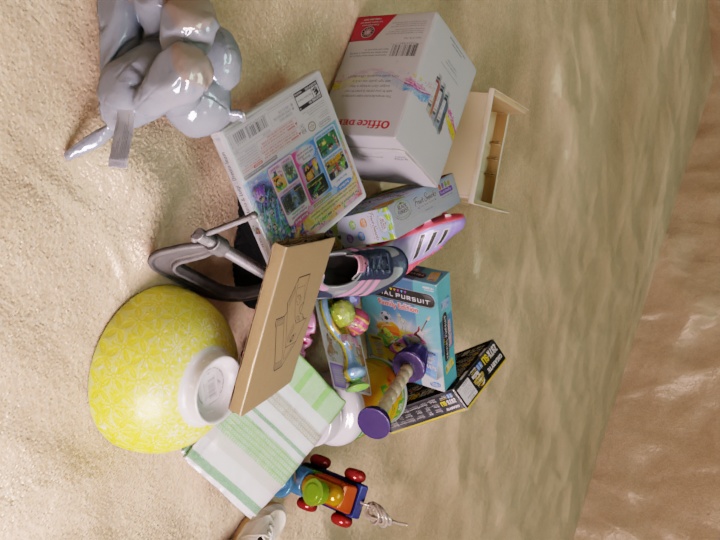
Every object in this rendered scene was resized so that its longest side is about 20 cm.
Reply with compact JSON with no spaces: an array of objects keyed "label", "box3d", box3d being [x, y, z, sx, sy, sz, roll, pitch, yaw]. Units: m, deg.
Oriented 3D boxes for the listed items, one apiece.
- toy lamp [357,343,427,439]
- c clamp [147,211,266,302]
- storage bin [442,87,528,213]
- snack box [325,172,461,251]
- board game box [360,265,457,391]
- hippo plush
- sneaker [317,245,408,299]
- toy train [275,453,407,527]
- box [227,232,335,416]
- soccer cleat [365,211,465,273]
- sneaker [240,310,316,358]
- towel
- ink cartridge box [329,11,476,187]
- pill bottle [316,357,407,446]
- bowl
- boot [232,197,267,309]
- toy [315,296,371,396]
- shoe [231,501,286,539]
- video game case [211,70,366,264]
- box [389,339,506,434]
[{"label":"toy lamp","box3d":[0.055,0.173,1.240,0.200,0.057,0.059,-49,140,-57]},{"label":"c clamp","box3d":[-0.149,-0.002,0.947,0.200,0.168,0.027,43,39,-60]},{"label":"storage bin","box3d":[0.228,-0.220,1.537,0.198,0.093,0.203,5,96,-58]},{"label":"snack box","box3d":[0.043,-0.087,1.234,0.199,0.141,0.054,-31,105,-50]},{"label":"board game box","box3d":[0.077,0.086,1.345,0.047,0.149,0.203,-39,131,-44]},{"label":"hippo plush","box3d":[-0.175,-0.191,0.840,0.160,0.158,0.203,7,94,-57]},{"label":"sneaker","box3d":[0.000,0.000,1.157,0.198,0.082,0.071,-14,83,-33]},{"label":"toy train","box3d":[-0.037,0.329,1.203,0.115,0.198,0.086,29,76,-52]},{"label":"box","box3d":[-0.090,0.057,0.980,0.163,0.021,0.203,-21,129,-71]},{"label":"soccer cleat","box3d":[0.073,-0.030,1.265,0.067,0.197,0.077,-112,180,-81]},{"label":"sneaker","box3d":[-0.127,0.137,1.127,0.094,0.079,0.203,10,91,-37]},{"label":"towel","box3d":[-0.126,0.207,1.089,0.200,0.031,0.150,-49,118,-17]},{"label":"ink cartridge box","box3d":[0.053,-0.243,1.190,0.144,0.144,0.203,38,67,-51]},{"label":"pill bottle","box3d":[-0.021,0.205,1.265,0.199,0.110,0.113,-9,108,-57]},{"label":"bowl","box3d":[-0.202,0.126,0.953,0.199,0.106,0.203,-27,123,-51]},{"label":"boot","box3d":[-0.088,-0.058,1.100,0.167,0.076,0.204,-9,102,-53]},{"label":"toy","box3d":[-0.017,0.076,1.204,0.115,0.047,0.203,25,51,-59]},{"label":"shoe","box3d":[-0.161,0.403,1.162,0.199,0.053,0.071,-36,130,-48]},{"label":"video game case","box3d":[-0.082,-0.129,1.032,0.200,0.023,0.184,-43,120,-42]},{"label":"box","box3d":[0.144,0.207,1.460,0.050,0.199,0.160,54,45,-7]}]
